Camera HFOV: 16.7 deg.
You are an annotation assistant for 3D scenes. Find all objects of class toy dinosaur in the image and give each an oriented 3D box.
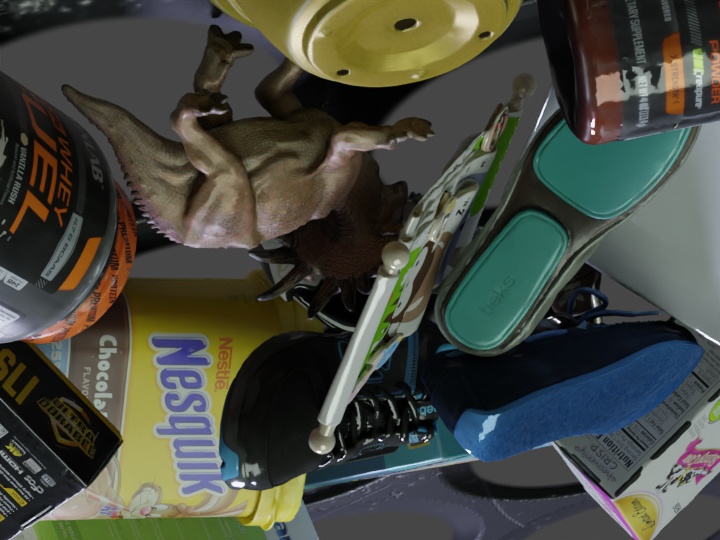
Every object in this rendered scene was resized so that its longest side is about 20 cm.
[{"bbox_3d":[-0.050,-0.038,1.197,0.200,0.086,0.136,3,127,-21],"label":"toy dinosaur"}]

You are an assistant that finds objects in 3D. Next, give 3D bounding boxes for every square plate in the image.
[{"bbox_3d":[0.183,-0.041,1.302,0.198,0.028,0.200,33,149,9],"label":"square plate"}]

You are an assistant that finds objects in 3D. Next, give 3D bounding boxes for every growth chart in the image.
[{"bbox_3d":[0.030,-0.002,1.254,0.018,0.200,0.145,26,129,10],"label":"growth chart"}]

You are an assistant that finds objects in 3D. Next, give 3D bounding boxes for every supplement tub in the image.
[{"bbox_3d":[0.189,-0.128,1.162,0.200,0.107,0.107,-12,155,-3],"label":"supplement tub"},{"bbox_3d":[-0.196,-0.039,1.145,0.122,0.123,0.200,-22,154,19],"label":"supplement tub"}]

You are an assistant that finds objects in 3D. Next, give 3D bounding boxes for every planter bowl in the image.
[{"bbox_3d":[0.013,-0.139,1.083,0.200,0.084,0.200,-11,154,-5],"label":"planter bowl"}]

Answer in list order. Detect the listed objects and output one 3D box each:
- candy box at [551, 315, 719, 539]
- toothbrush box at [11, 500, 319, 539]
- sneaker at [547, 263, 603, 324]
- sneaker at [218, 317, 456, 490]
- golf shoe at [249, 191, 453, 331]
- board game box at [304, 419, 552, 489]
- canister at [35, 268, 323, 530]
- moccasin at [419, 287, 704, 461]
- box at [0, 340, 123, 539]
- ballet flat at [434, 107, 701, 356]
[{"bbox_3d":[0.218,0.071,1.529,0.200,0.061,0.136,-44,156,-1],"label":"candy box"},{"bbox_3d":[-0.121,0.195,1.501,0.200,0.146,0.086,-14,166,-41],"label":"toothbrush box"},{"bbox_3d":[0.112,0.031,1.488,0.070,0.076,0.200,-13,154,0],"label":"sneaker"},{"bbox_3d":[-0.002,0.067,1.334,0.082,0.073,0.200,14,-153,31],"label":"sneaker"},{"bbox_3d":[0.000,0.000,1.353,0.078,0.095,0.200,-29,152,29],"label":"golf shoe"},{"bbox_3d":[0.046,0.100,1.541,0.151,0.047,0.200,-15,173,37],"label":"board game box"},{"bbox_3d":[-0.133,0.073,1.393,0.200,0.087,0.149,1,111,-20],"label":"canister"},{"bbox_3d":[0.116,0.048,1.360,0.200,0.068,0.081,-6,135,-49],"label":"moccasin"},{"bbox_3d":[-0.246,0.063,1.280,0.200,0.049,0.160,47,130,-11],"label":"box"},{"bbox_3d":[0.108,-0.039,1.276,0.200,0.067,0.064,-51,-178,26],"label":"ballet flat"}]
